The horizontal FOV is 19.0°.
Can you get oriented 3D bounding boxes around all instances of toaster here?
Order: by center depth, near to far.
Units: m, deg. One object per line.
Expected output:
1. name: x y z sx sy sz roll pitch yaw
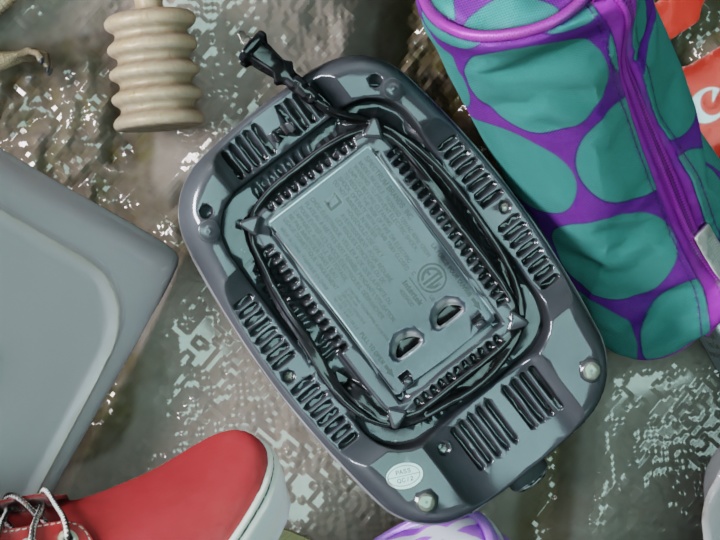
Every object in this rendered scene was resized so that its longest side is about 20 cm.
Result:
1. toaster: 0.000 0.000 0.832 0.114 0.129 0.200 -39 96 -6

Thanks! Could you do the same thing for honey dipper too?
1. honey dipper: -0.092 -0.157 0.867 0.038 0.038 0.201 -6 89 -8

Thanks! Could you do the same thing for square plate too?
1. square plate: -0.177 0.042 0.806 0.198 0.028 0.200 33 81 -40

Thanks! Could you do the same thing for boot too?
1. boot: -0.131 0.092 0.778 0.200 0.072 0.144 -36 116 -12

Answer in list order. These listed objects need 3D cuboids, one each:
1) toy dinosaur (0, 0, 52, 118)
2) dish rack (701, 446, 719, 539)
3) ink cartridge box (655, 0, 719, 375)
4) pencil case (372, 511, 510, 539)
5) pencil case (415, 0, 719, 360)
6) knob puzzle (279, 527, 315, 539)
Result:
1. toy dinosaur: -0.196 -0.098 0.853 0.199 0.058 0.101 -6 76 -8
2. dish rack: 0.230 0.106 0.881 0.199 0.044 0.172 -16 123 -7
3. ink cartridge box: 0.198 -0.039 0.899 0.160 0.047 0.200 -31 97 -6
4. pencil case: 0.068 0.182 0.846 0.200 0.085 0.084 53 41 -24
5. pencil case: 0.089 -0.055 0.794 0.085 0.092 0.200 -48 137 -14
6. knob puzzle: -0.072 0.182 0.872 0.219 0.030 0.220 -2 95 -20
